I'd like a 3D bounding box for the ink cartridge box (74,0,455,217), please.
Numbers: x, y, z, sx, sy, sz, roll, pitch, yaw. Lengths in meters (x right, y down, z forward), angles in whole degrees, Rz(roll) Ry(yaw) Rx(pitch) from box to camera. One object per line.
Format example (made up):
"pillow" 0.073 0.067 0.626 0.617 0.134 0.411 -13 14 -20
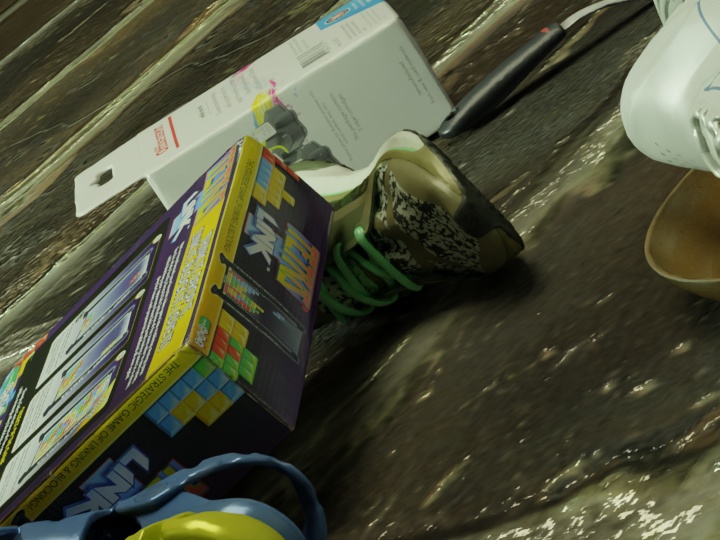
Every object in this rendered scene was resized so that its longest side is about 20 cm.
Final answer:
"ink cartridge box" -0.054 -0.067 1.470 0.200 0.068 0.115 -32 14 2

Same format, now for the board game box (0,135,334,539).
"board game box" -0.090 0.052 1.082 0.165 0.057 0.200 -43 16 21

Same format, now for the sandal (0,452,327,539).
"sandal" -0.086 0.113 0.957 0.200 0.080 0.087 -13 19 32

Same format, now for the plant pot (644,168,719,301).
"plant pot" 0.194 -0.044 0.966 0.200 0.028 0.200 -30 16 9

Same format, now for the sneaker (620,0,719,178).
"sneaker" 0.146 -0.058 0.924 0.087 0.075 0.200 -45 18 -23

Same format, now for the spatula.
"spatula" 0.119 -0.130 1.409 0.200 0.021 0.057 -35 16 -8

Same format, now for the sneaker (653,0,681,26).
"sneaker" 0.179 -0.119 1.130 0.080 0.077 0.200 -19 7 -4

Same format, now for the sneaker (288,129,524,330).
"sneaker" 0.000 0.000 1.172 0.089 0.077 0.200 -53 16 -20
